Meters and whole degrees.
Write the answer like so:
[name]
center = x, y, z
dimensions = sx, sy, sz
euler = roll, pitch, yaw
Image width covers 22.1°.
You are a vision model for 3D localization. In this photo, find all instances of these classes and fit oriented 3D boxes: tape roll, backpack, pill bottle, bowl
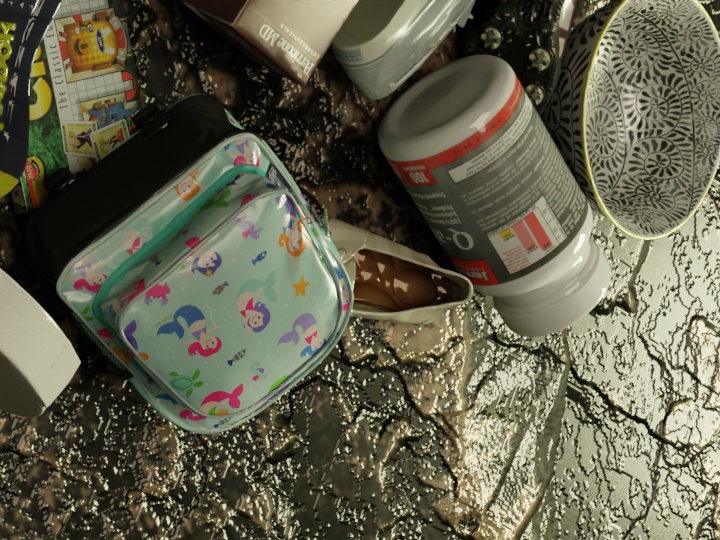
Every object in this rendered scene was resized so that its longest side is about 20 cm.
[tape roll]
center = -0.256, 0.014, 1.067
dimensions = 0.203, 0.202, 0.037
euler = 47, 66, -31
[backpack]
center = -0.099, 0.010, 1.218
dimensions = 0.177, 0.151, 0.200
euler = -39, 135, -8
[pill bottle]
center = 0.107, -0.053, 1.407
dimensions = 0.116, 0.115, 0.201
euler = -48, 120, -26
[bowl]
center = 0.203, -0.129, 1.486
dimensions = 0.200, 0.094, 0.203
euler = -9, 102, -45

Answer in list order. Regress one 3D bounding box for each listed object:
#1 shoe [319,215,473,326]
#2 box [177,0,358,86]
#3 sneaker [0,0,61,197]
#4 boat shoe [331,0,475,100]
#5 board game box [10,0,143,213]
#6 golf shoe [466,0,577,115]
[shoe]
center = 0.000, 0.000, 1.364
dimensions = 0.199, 0.053, 0.071
euler = 12, 86, -39
[box]
center = -0.032, -0.241, 1.265
dimensions = 0.201, 0.075, 0.100
euler = -57, 144, 0
[sneaker]
center = -0.236, -0.146, 1.131
dimensions = 0.074, 0.082, 0.202
euler = 12, 96, -39
[boat shoe]
center = 0.051, -0.208, 1.390
dimensions = 0.201, 0.070, 0.072
euler = -50, 138, -25
[board game box]
center = -0.199, -0.147, 1.215
dimensions = 0.104, 0.023, 0.202
euler = -18, 104, -34
[golf shoe]
center = 0.139, -0.196, 1.415
dimensions = 0.088, 0.077, 0.201
euler = -38, 150, -48
